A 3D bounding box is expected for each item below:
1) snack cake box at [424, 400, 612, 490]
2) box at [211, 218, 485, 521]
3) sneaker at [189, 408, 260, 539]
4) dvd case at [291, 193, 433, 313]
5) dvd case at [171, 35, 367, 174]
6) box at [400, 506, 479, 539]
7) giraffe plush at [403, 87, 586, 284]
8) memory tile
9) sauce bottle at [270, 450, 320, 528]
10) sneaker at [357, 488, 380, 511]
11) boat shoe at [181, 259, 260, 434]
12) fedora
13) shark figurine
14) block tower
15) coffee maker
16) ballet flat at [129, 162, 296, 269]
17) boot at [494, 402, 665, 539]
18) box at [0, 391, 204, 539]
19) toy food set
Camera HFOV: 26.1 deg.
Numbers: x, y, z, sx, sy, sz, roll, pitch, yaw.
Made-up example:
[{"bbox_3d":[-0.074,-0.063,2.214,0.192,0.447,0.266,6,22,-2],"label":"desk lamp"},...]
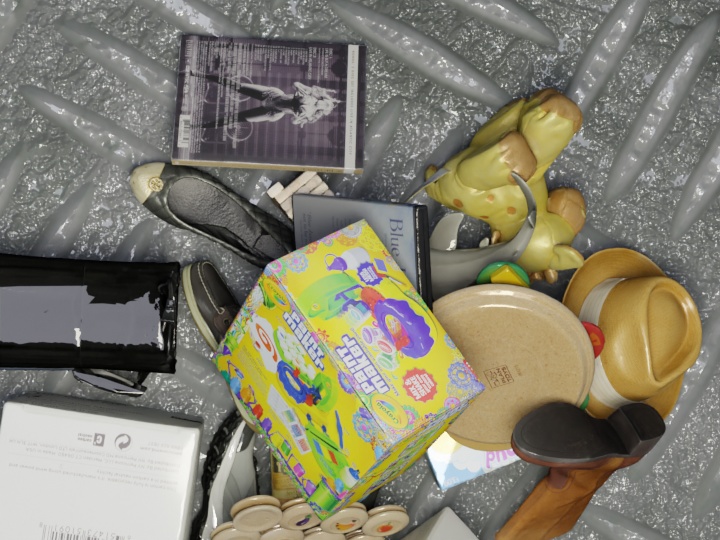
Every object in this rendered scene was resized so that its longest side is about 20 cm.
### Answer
[{"bbox_3d":[0.154,0.142,1.647,0.200,0.067,0.115,-22,91,-3],"label":"snack cake box"},{"bbox_3d":[-0.017,0.097,1.472,0.122,0.193,0.200,-26,74,-33],"label":"box"},{"bbox_3d":[-0.129,0.238,1.633,0.079,0.074,0.201,10,96,-13],"label":"sneaker"},{"bbox_3d":[0.000,0.000,1.536,0.018,0.200,0.143,-11,102,-38],"label":"dvd case"},{"bbox_3d":[-0.094,-0.175,1.632,0.200,0.016,0.149,3,68,-3],"label":"dvd case"},{"bbox_3d":[0.057,0.367,1.578,0.152,0.106,0.200,47,119,-2],"label":"box"},{"bbox_3d":[0.170,-0.071,1.612,0.200,0.173,0.162,-37,101,4],"label":"giraffe plush"},{"bbox_3d":[-0.061,0.274,1.573,0.200,0.153,0.017,10,49,-31],"label":"memory tile"},{"bbox_3d":[-0.066,0.169,1.635,0.066,0.066,0.200,-4,90,-4],"label":"sauce bottle"},{"bbox_3d":[0.002,0.167,1.619,0.073,0.082,0.200,12,77,38],"label":"sneaker"},{"bbox_3d":[-0.118,0.070,1.606,0.066,0.072,0.201,-33,72,20],"label":"boat shoe"},{"bbox_3d":[0.294,0.069,1.610,0.200,0.082,0.201,9,75,-33],"label":"fedora"},{"bbox_3d":[0.109,-0.004,1.557,0.214,0.090,0.128,-16,123,35],"label":"shark figurine"},{"bbox_3d":[-0.017,-0.022,1.643,0.058,0.054,0.200,-40,93,-4],"label":"block tower"},{"bbox_3d":[-0.282,0.035,1.558,0.200,0.192,0.135,2,63,-6],"label":"coffee maker"},{"bbox_3d":[-0.150,-0.061,1.633,0.200,0.057,0.067,26,87,-3],"label":"ballet flat"},{"bbox_3d":[0.187,0.210,1.570,0.188,0.200,0.069,-9,57,-40],"label":"boot"},{"bbox_3d":[-0.272,0.238,1.588,0.199,0.131,0.200,9,89,-3],"label":"box"},{"bbox_3d":[0.138,0.092,1.533,0.198,0.049,0.200,-34,114,24],"label":"toy food set"}]
